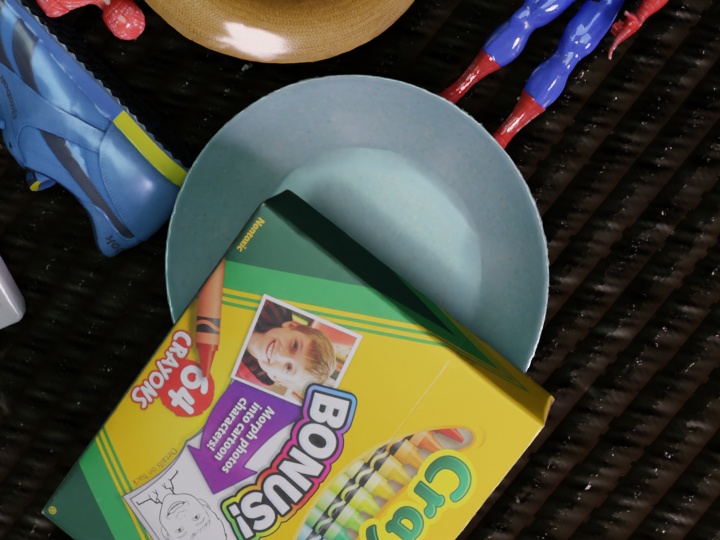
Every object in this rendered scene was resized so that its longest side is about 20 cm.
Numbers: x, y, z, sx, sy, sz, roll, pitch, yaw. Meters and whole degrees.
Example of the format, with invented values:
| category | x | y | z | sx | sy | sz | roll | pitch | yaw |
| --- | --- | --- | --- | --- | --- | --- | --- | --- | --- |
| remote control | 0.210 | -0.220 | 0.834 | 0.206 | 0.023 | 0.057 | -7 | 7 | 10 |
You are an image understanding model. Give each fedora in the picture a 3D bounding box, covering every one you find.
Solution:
| category | x | y | z | sx | sy | sz | roll | pitch | yaw |
| --- | --- | --- | --- | --- | --- | --- | --- | --- | --- |
| fedora | -0.052 | -0.189 | 1.029 | 0.199 | 0.082 | 0.203 | 6 | 76 | -24 |

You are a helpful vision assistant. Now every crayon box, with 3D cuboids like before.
| category | x | y | z | sx | sy | sz | roll | pitch | yaw |
| --- | --- | --- | --- | --- | --- | --- | --- | --- | --- |
| crayon box | -0.032 | 0.093 | 1.027 | 0.172 | 0.058 | 0.201 | 38 | 105 | 4 |

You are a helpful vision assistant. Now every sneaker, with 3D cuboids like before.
| category | x | y | z | sx | sy | sz | roll | pitch | yaw |
| --- | --- | --- | --- | --- | --- | --- | --- | --- | --- |
| sneaker | -0.173 | -0.094 | 1.078 | 0.078 | 0.066 | 0.200 | -43 | 84 | 11 |

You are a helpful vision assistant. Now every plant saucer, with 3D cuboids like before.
| category | x | y | z | sx | sy | sz | roll | pitch | yaw |
| --- | --- | --- | --- | --- | --- | --- | --- | --- | --- |
| plant saucer | 0.000 | 0.000 | 1.057 | 0.199 | 0.039 | 0.203 | 2 | 98 | 13 |

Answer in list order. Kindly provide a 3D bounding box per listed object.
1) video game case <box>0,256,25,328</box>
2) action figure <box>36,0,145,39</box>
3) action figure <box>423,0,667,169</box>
| category | x | y | z | sx | sy | sz | roll | pitch | yaw |
| --- | --- | --- | --- | --- | --- | --- | --- | --- | --- |
| video game case | -0.300 | -0.026 | 1.078 | 0.181 | 0.024 | 0.201 | -22 | 115 | 9 |
| action figure | -0.157 | -0.183 | 1.081 | 0.065 | 0.099 | 0.200 | -43 | 62 | 10 |
| action figure | 0.116 | -0.141 | 1.041 | 0.065 | 0.052 | 0.200 | 44 | 95 | 10 |
